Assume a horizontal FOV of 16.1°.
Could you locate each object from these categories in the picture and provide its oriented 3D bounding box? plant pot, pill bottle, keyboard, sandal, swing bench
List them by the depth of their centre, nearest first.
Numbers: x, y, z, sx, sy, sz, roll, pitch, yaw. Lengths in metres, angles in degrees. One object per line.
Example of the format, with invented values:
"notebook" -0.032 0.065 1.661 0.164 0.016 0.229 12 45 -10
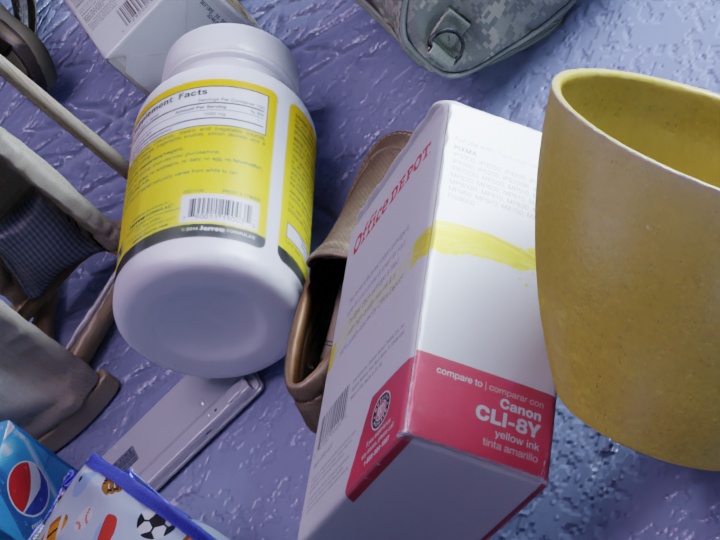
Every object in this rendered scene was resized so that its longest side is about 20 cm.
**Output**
"plant pot" 0.162 0.009 1.193 0.200 0.199 0.143 41 119 51
"pill bottle" -0.083 -0.046 1.499 0.112 0.112 0.201 -24 43 28
"keyboard" -0.138 0.120 1.506 0.200 0.011 0.056 -44 35 8
"swing bench" -0.238 -0.008 1.549 0.129 0.199 0.201 -7 56 39
"sandal" -0.255 -0.187 1.814 0.057 0.080 0.201 -36 45 -10

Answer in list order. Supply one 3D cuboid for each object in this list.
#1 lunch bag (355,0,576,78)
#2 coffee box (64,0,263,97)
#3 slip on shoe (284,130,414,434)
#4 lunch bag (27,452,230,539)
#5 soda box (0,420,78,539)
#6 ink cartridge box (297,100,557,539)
"lunch bag" 0.052 -0.218 1.487 0.168 0.139 0.200 -45 39 5
"coffee box" -0.136 -0.177 1.655 0.080 0.113 0.200 -45 39 6
"slip on shoe" 0.000 0.000 1.427 0.076 0.061 0.201 -7 55 40
"lunch bag" -0.124 0.205 1.337 0.199 0.124 0.171 27 79 41
"soda box" -0.269 0.153 1.551 0.199 0.064 0.068 -17 46 37
"ink cartridge box" 0.042 0.037 1.297 0.145 0.083 0.201 128 156 -55
